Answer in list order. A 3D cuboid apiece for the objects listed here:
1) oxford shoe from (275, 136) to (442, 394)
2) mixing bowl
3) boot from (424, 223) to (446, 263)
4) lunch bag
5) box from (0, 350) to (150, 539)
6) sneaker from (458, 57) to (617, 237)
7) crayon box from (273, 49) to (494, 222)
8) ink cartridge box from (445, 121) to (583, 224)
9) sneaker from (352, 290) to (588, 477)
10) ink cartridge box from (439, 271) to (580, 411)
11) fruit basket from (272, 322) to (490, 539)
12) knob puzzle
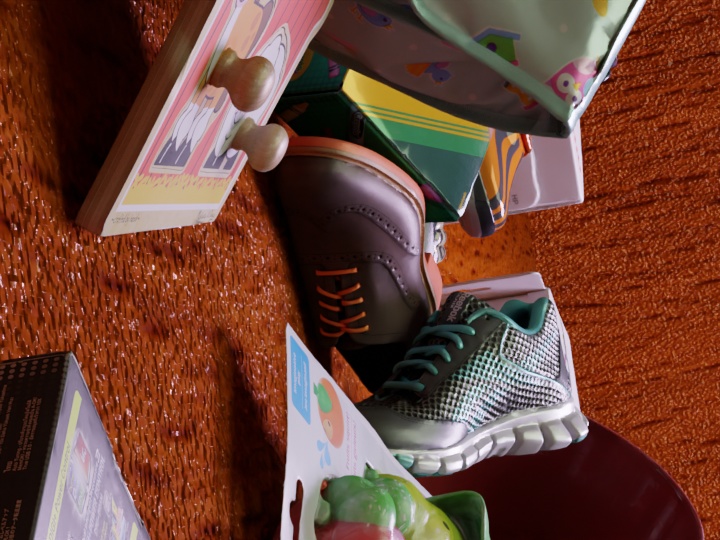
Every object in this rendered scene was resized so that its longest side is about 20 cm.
[{"bbox_3d":[0.000,0.000,0.991,0.200,0.071,0.073,58,38,-55],"label":"oxford shoe"},{"bbox_3d":[0.083,0.163,1.076,0.200,0.199,0.109,-78,-173,-66],"label":"mixing bowl"},{"bbox_3d":[0.013,-0.074,1.133,0.204,0.073,0.155,-24,108,-79],"label":"boot"},{"bbox_3d":[0.047,-0.167,0.860,0.171,0.199,0.122,-61,158,-12],"label":"lunch bag"},{"bbox_3d":[-0.076,0.145,0.436,0.201,0.044,0.161,-89,166,-49],"label":"box"},{"bbox_3d":[0.102,-0.112,1.146,0.078,0.111,0.201,80,7,-56],"label":"sneaker"},{"bbox_3d":[0.032,-0.141,1.018,0.119,0.058,0.201,43,57,-41],"label":"crayon box"},{"bbox_3d":[0.084,-0.143,1.409,0.200,0.143,0.148,-80,158,-65],"label":"ink cartridge box"},{"bbox_3d":[0.045,0.058,1.007,0.199,0.077,0.092,-7,93,-51],"label":"sneaker"},{"bbox_3d":[0.086,0.064,1.319,0.200,0.114,0.068,52,30,-71],"label":"ink cartridge box"},{"bbox_3d":[0.012,0.148,0.842,0.200,0.093,0.186,62,22,-52],"label":"fruit basket"},{"bbox_3d":[-0.022,-0.101,0.688,0.221,0.030,0.220,-60,174,-11],"label":"knob puzzle"}]
